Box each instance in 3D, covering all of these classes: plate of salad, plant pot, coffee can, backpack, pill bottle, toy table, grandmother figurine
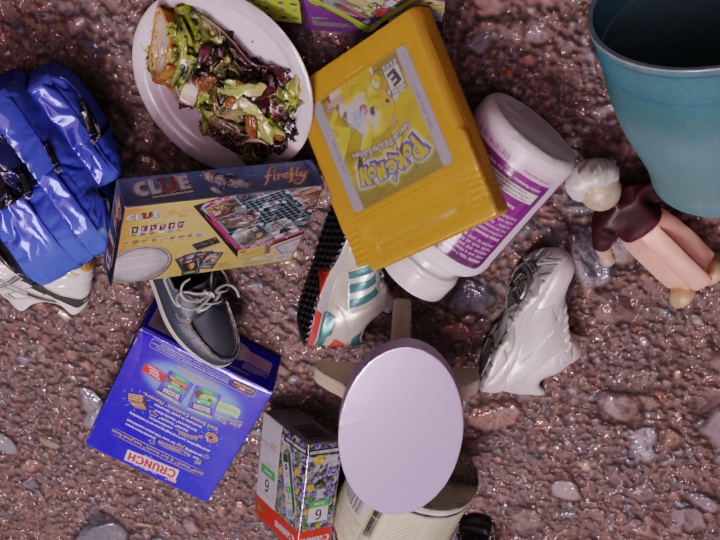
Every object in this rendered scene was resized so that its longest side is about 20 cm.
[{"bbox_3d":[-0.141,-0.177,0.959,0.199,0.048,0.201,13,129,16],"label":"plate of salad"},{"bbox_3d":[0.309,-0.156,0.846,0.199,0.201,0.189,-10,133,14],"label":"plant pot"},{"bbox_3d":[0.037,0.298,1.170,0.146,0.147,0.201,21,121,-4],"label":"coffee can"},{"bbox_3d":[-0.322,-0.095,0.989,0.167,0.163,0.201,-25,113,0],"label":"backpack"},{"bbox_3d":[0.108,-0.066,0.964,0.112,0.112,0.200,34,117,-11],"label":"pill bottle"},{"bbox_3d":[0.039,0.140,1.035,0.183,0.117,0.201,13,115,-6],"label":"toy table"},{"bbox_3d":[0.281,-0.046,0.969,0.200,0.061,0.121,34,111,-23],"label":"grandmother figurine"}]

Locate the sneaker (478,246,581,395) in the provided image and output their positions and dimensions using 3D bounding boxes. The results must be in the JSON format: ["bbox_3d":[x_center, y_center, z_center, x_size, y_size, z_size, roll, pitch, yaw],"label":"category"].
[{"bbox_3d":[0.199,0.058,1.056,0.099,0.078,0.201,13,130,-7],"label":"sneaker"}]

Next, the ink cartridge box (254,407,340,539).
[{"bbox_3d":[-0.080,0.278,1.164,0.050,0.109,0.201,-1,105,-34],"label":"ink cartridge box"}]

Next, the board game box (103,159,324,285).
[{"bbox_3d":[-0.148,-0.048,0.977,0.199,0.035,0.136,-8,150,-26],"label":"board game box"}]

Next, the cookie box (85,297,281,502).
[{"bbox_3d":[-0.214,0.157,1.168,0.170,0.075,0.201,28,119,-8],"label":"cookie box"}]

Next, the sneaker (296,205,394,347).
[{"bbox_3d":[0.000,0.001,1.060,0.093,0.070,0.201,10,119,-22],"label":"sneaker"}]

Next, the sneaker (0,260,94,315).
[{"bbox_3d":[-0.403,0.006,1.111,0.199,0.076,0.088,11,123,4],"label":"sneaker"}]

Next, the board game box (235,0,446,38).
[{"bbox_3d":[-0.020,-0.260,0.886,0.199,0.033,0.120,7,163,4],"label":"board game box"}]

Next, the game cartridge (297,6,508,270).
[{"bbox_3d":[0.030,-0.116,0.918,0.176,0.032,0.201,-25,83,40],"label":"game cartridge"}]

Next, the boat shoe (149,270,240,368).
[{"bbox_3d":[-0.183,0.014,1.064,0.062,0.075,0.201,-16,101,52],"label":"boat shoe"}]

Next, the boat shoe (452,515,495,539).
[{"bbox_3d":[0.140,0.420,1.255,0.074,0.093,0.201,0,120,9],"label":"boat shoe"}]
